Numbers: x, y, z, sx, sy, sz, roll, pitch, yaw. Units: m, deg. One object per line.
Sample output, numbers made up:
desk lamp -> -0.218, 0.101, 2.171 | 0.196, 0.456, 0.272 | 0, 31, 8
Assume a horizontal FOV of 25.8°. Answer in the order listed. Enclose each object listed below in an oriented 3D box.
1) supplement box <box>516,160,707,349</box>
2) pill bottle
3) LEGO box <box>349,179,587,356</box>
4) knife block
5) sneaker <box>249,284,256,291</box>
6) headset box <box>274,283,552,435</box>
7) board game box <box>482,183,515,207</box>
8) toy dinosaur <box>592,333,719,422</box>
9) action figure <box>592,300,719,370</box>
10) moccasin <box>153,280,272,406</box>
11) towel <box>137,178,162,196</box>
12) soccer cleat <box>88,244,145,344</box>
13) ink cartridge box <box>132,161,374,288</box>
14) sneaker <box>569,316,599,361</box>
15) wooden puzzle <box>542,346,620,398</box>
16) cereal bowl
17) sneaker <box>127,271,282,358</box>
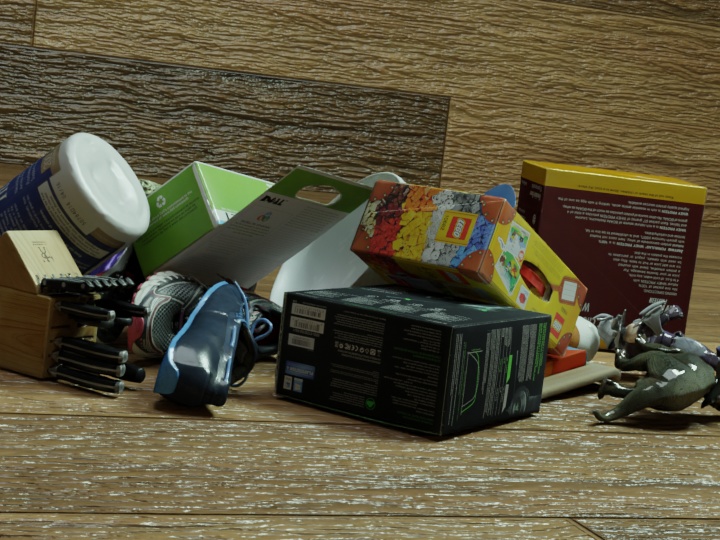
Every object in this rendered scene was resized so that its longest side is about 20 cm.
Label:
supplement box -> 0.285, -0.016, 1.866 | 0.195, 0.203, 0.133 | 6, 7, -7
pill bottle -> -0.301, -0.030, 1.451 | 0.199, 0.112, 0.111 | -33, -7, 20
LEGO box -> 0.106, -0.001, 1.500 | 0.148, 0.078, 0.200 | 11, -18, 36
knife block -> -0.270, 0.063, 1.343 | 0.064, 0.200, 0.177 | -2, 56, -56
sneaker -> -0.153, 0.026, 1.647 | 0.097, 0.072, 0.200 | 10, 10, 26
headset box -> 0.052, 0.072, 1.382 | 0.172, 0.094, 0.199 | 11, 8, 31
board game box -> 0.122, 0.001, 1.730 | 0.039, 0.201, 0.158 | 32, -14, -15
toy dinosaur -> 0.285, 0.101, 1.455 | 0.101, 0.078, 0.199 | 4, 0, 42
action figure -> 0.337, 0.082, 1.646 | 0.198, 0.070, 0.130 | 18, -7, 20
moccasin -> -0.121, 0.074, 1.338 | 0.067, 0.081, 0.200 | 21, 25, 2
towel -> -0.249, -0.039, 1.752 | 0.147, 0.037, 0.199 | 19, -35, -39
soccer cleat -> -0.242, 0.006, 1.523 | 0.072, 0.069, 0.201 | -7, 29, 23
ink cartridge box -> -0.103, -0.063, 1.501 | 0.199, 0.076, 0.147 | -35, -24, 24
sneaker -> 0.160, 0.049, 1.716 | 0.198, 0.074, 0.084 | 14, 0, 38
wooden puzzle -> 0.138, 0.088, 1.567 | 0.184, 0.038, 0.199 | 12, 9, 38
cereal bowl -> 0.000, 0.000, 1.631 | 0.083, 0.201, 0.200 | 39, -8, -24
sneaker -> -0.138, 0.045, 1.468 | 0.074, 0.082, 0.199 | 15, 10, 38
